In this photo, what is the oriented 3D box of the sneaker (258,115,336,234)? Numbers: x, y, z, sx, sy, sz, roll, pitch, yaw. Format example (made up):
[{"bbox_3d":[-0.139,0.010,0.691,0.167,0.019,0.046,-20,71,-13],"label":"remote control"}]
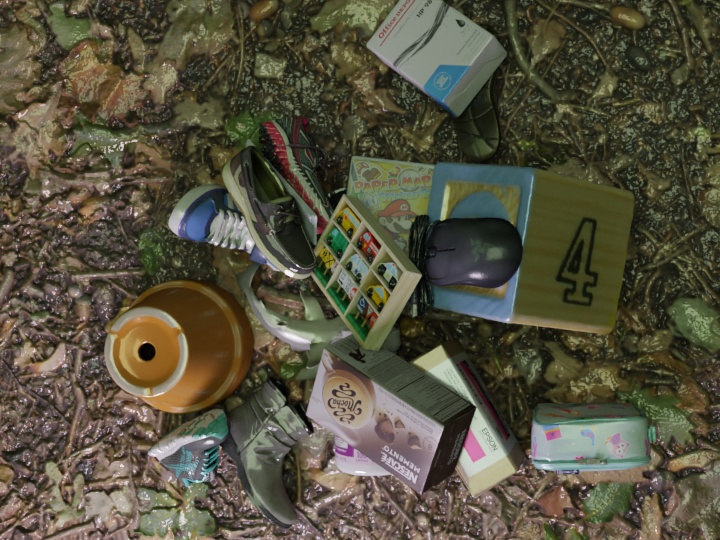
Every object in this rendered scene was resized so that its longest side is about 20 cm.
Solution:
[{"bbox_3d":[-0.077,-0.144,1.650,0.074,0.081,0.200,-19,69,-19],"label":"sneaker"}]

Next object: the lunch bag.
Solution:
[{"bbox_3d":[0.309,0.221,1.525,0.160,0.200,0.077,0,91,9],"label":"lunch bag"}]

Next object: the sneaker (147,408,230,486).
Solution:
[{"bbox_3d":[-0.231,0.263,1.662,0.078,0.200,0.091,-39,95,-35],"label":"sneaker"}]

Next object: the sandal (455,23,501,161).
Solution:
[{"bbox_3d":[0.173,-0.251,1.631,0.081,0.055,0.201,-11,79,24],"label":"sandal"}]

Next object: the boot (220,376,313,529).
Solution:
[{"bbox_3d":[-0.120,0.266,1.674,0.130,0.068,0.200,-35,81,11],"label":"boot"}]

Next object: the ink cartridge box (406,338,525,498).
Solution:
[{"bbox_3d":[0.144,0.198,1.575,0.075,0.165,0.200,-31,84,9],"label":"ink cartridge box"}]

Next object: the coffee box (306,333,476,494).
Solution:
[{"bbox_3d":[0.038,0.183,1.485,0.200,0.080,0.113,32,122,26],"label":"coffee box"}]

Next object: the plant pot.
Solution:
[{"bbox_3d":[-0.276,0.111,1.649,0.199,0.183,0.201,0,89,11],"label":"plant pot"}]

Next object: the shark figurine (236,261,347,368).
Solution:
[{"bbox_3d":[-0.106,0.081,1.675,0.214,0.090,0.128,25,60,3],"label":"shark figurine"}]

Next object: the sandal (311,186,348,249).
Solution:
[{"bbox_3d":[-0.009,-0.095,1.669,0.200,0.048,0.075,-31,84,8],"label":"sandal"}]

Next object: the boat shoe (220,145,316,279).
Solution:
[{"bbox_3d":[-0.120,-0.083,1.582,0.066,0.072,0.201,-43,76,42],"label":"boat shoe"}]

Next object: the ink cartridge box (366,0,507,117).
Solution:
[{"bbox_3d":[0.093,-0.323,1.615,0.200,0.067,0.116,41,97,27],"label":"ink cartridge box"}]

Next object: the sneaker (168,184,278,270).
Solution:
[{"bbox_3d":[-0.161,-0.055,1.618,0.146,0.200,0.081,33,108,21],"label":"sneaker"}]

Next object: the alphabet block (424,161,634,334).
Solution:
[{"bbox_3d":[0.216,-0.030,1.512,0.195,0.200,0.197,13,94,51],"label":"alphabet block"}]

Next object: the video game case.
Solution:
[{"bbox_3d":[0.075,-0.065,1.629,0.199,0.023,0.183,7,77,2],"label":"video game case"}]

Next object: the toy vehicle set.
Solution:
[{"bbox_3d":[0.000,0.000,1.538,0.125,0.026,0.200,-62,39,20],"label":"toy vehicle set"}]

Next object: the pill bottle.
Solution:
[{"bbox_3d":[0.017,0.181,1.620,0.112,0.112,0.201,-1,94,11],"label":"pill bottle"}]

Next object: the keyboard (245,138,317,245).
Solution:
[{"bbox_3d":[-0.115,-0.115,1.649,0.011,0.056,0.200,-26,51,-20],"label":"keyboard"}]

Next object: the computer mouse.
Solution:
[{"bbox_3d":[0.116,-0.016,1.432,0.200,0.053,0.139,-9,75,50],"label":"computer mouse"}]
